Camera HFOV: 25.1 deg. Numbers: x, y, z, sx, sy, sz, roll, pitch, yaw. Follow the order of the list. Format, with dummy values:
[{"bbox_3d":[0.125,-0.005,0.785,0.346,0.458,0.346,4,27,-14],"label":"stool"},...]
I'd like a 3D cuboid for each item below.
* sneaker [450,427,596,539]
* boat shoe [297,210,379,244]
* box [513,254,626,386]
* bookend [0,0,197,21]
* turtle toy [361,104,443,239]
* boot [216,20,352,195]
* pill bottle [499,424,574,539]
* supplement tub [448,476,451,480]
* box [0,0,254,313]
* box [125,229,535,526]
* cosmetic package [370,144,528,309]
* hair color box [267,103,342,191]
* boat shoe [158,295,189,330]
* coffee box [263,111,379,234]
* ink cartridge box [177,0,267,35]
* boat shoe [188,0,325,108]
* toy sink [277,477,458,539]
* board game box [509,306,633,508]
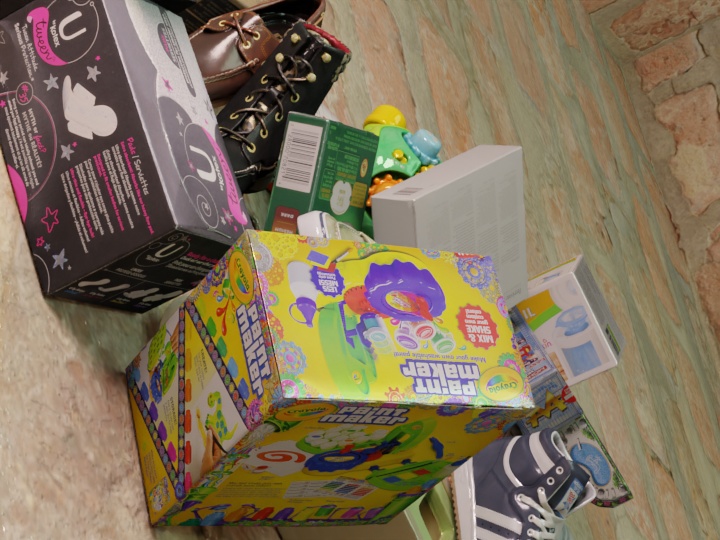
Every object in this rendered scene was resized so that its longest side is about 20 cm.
[{"bbox_3d":[0.137,0.218,1.289,0.070,0.108,0.201,45,31,-51],"label":"sneaker"},{"bbox_3d":[0.000,0.000,1.322,0.200,0.062,0.073,52,26,-65],"label":"boat shoe"},{"bbox_3d":[0.165,0.080,1.714,0.113,0.199,0.101,62,17,-3],"label":"box"},{"bbox_3d":[-0.172,-0.251,1.208,0.093,0.199,0.199,68,20,6],"label":"bookend"},{"bbox_3d":[0.043,-0.055,1.548,0.146,0.100,0.201,-56,138,-33],"label":"turtle toy"},{"bbox_3d":[-0.084,-0.137,1.361,0.073,0.154,0.204,37,14,5],"label":"boot"},{"bbox_3d":[0.135,0.222,1.602,0.201,0.108,0.109,57,20,-24],"label":"pill bottle"},{"bbox_3d":[0.102,0.280,1.421,0.122,0.122,0.201,2,66,-69],"label":"supplement tub"},{"bbox_3d":[-0.170,-0.088,1.146,0.132,0.114,0.201,17,52,-65],"label":"box"},{"bbox_3d":[-0.025,0.081,1.100,0.199,0.193,0.123,6,56,-34],"label":"box"},{"bbox_3d":[0.086,-0.019,1.481,0.200,0.051,0.152,-27,116,-52],"label":"cosmetic package"},{"bbox_3d":[-0.040,-0.101,1.596,0.200,0.061,0.102,42,30,-51],"label":"hair color box"},{"bbox_3d":[-0.070,0.055,1.254,0.199,0.059,0.073,10,92,-54],"label":"boat shoe"},{"bbox_3d":[-0.042,-0.027,1.373,0.123,0.044,0.202,4,98,-68],"label":"coffee box"},{"bbox_3d":[-0.147,-0.308,1.535,0.165,0.075,0.201,30,39,-62],"label":"ink cartridge box"},{"bbox_3d":[-0.105,-0.202,1.429,0.070,0.071,0.200,43,41,12],"label":"boat shoe"},{"bbox_3d":[0.007,0.181,1.299,0.201,0.111,0.130,65,18,-2],"label":"toy sink"},{"bbox_3d":[0.182,0.140,1.561,0.201,0.061,0.200,58,4,-2],"label":"board game box"}]
